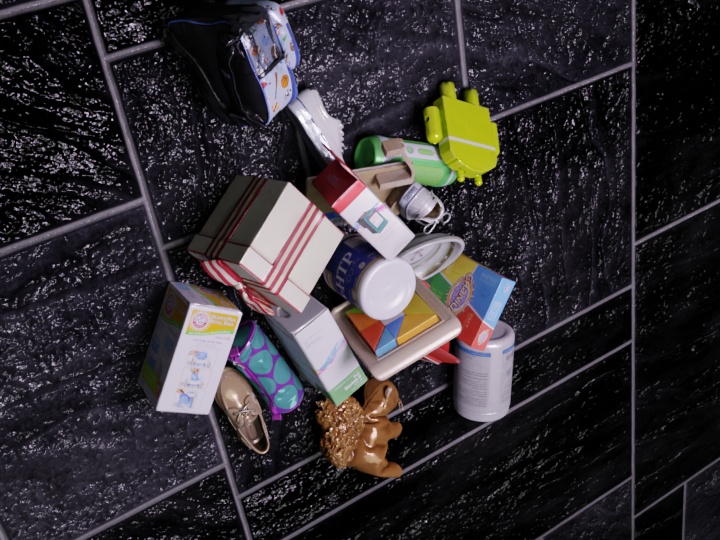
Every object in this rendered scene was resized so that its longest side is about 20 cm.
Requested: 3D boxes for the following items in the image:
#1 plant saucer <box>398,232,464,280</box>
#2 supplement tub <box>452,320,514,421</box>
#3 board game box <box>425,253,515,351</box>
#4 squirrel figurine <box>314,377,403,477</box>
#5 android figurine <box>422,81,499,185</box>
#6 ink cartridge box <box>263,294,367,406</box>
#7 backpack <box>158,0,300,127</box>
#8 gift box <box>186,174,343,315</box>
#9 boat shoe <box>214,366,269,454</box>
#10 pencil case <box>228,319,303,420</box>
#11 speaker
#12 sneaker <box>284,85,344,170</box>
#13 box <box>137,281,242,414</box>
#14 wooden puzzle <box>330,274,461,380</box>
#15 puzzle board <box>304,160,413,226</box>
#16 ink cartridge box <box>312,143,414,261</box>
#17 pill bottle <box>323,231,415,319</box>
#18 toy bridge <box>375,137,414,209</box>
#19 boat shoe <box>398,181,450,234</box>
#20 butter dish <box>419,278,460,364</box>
[{"bbox_3d":[0.107,-0.027,1.707,0.200,0.050,0.200,-23,160,-9],"label":"plant saucer"},{"bbox_3d":[0.273,0.219,1.914,0.132,0.132,0.201,-14,118,-29],"label":"supplement tub"},{"bbox_3d":[0.208,0.052,1.752,0.040,0.200,0.153,18,99,-38],"label":"board game box"},{"bbox_3d":[0.004,0.312,1.776,0.200,0.141,0.187,13,96,-40],"label":"squirrel figurine"},{"bbox_3d":[0.199,-0.259,1.645,0.182,0.041,0.201,5,70,-36],"label":"android figurine"},{"bbox_3d":[-0.089,0.137,1.625,0.087,0.145,0.200,-39,126,-14],"label":"ink cartridge box"},{"bbox_3d":[-0.187,-0.324,1.343,0.154,0.200,0.191,-39,131,-30],"label":"backpack"},{"bbox_3d":[-0.170,-0.036,1.477,0.184,0.200,0.187,41,70,-35],"label":"gift box"},{"bbox_3d":[-0.221,0.268,1.645,0.071,0.064,0.200,-34,126,-17],"label":"boat shoe"},{"bbox_3d":[-0.185,0.186,1.618,0.200,0.085,0.093,57,41,-36],"label":"pencil case"},{"bbox_3d":[0.089,-0.206,1.630,0.199,0.088,0.089,2,109,-34],"label":"speaker"},{"bbox_3d":[-0.057,-0.236,1.528,0.071,0.073,0.200,-39,127,-10],"label":"sneaker"},{"bbox_3d":[-0.299,0.135,1.503,0.101,0.112,0.201,12,105,-35],"label":"box"},{"bbox_3d":[0.060,0.089,1.576,0.185,0.200,0.037,-30,134,-9],"label":"wooden puzzle"},{"bbox_3d":[-0.010,-0.137,1.577,0.199,0.017,0.151,-11,149,-17],"label":"puzzle board"},{"bbox_3d":[-0.007,-0.117,1.467,0.067,0.116,0.200,-45,123,4],"label":"ink cartridge box"},{"bbox_3d":[0.000,0.000,1.589,0.119,0.200,0.120,-14,117,-29],"label":"pill bottle"},{"bbox_3d":[0.061,-0.163,1.537,0.067,0.027,0.200,-14,150,-14],"label":"toy bridge"},{"bbox_3d":[0.129,-0.114,1.633,0.075,0.086,0.202,-50,173,0],"label":"boat shoe"},{"bbox_3d":[0.097,0.087,1.698,0.199,0.200,0.148,31,76,-53],"label":"butter dish"}]
